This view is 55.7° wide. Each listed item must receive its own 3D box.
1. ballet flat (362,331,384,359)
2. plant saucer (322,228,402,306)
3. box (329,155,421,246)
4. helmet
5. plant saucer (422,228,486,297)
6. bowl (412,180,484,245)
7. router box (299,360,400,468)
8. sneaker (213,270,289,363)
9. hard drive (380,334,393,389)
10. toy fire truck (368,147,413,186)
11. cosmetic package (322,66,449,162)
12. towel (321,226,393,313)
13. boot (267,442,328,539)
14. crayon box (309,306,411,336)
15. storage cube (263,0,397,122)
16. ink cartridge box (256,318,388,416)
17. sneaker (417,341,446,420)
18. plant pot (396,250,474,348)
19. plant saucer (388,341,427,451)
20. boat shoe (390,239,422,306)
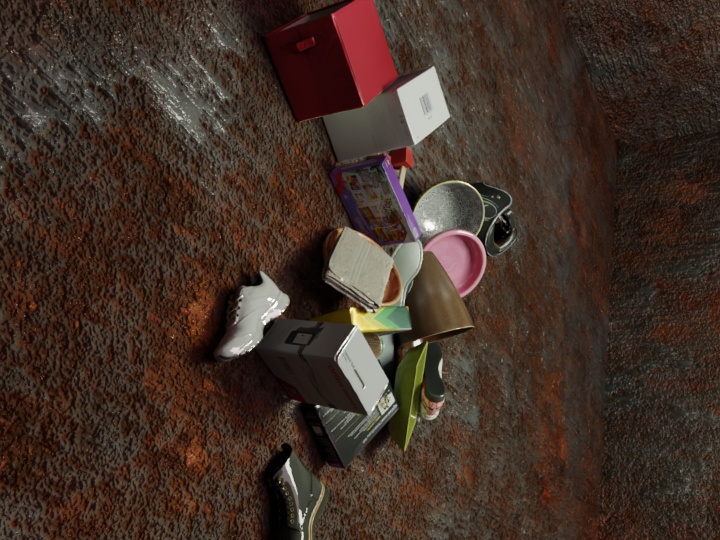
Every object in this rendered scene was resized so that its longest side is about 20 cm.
[{"bbox_3d":[-0.034,0.156,1.289,0.065,0.199,0.071,14,66,-30],"label":"ballet flat"},{"bbox_3d":[0.000,0.000,1.425,0.199,0.037,0.201,29,36,-24],"label":"plant saucer"},{"bbox_3d":[0.034,-0.144,1.478,0.201,0.136,0.039,64,37,-29],"label":"box"},{"bbox_3d":[0.324,-0.144,1.875,0.199,0.190,0.202,-25,131,-33],"label":"helmet"},{"bbox_3d":[0.222,-0.017,1.740,0.201,0.199,0.051,60,-3,-31],"label":"plant saucer"},{"bbox_3d":[0.210,-0.149,1.753,0.202,0.199,0.094,61,-1,-30],"label":"bowl"},{"bbox_3d":[-0.016,0.275,1.377,0.200,0.051,0.150,-38,112,-40],"label":"router box"},{"bbox_3d":[-0.200,0.080,1.166,0.087,0.074,0.200,55,35,-19],"label":"sneaker"},{"bbox_3d":[0.026,0.214,1.507,0.139,0.033,0.202,16,72,-55],"label":"hard drive"},{"bbox_3d":[0.070,-0.211,1.623,0.141,0.048,0.202,19,69,-54],"label":"toy fire truck"},{"bbox_3d":[0.056,-0.341,1.486,0.199,0.198,0.124,-45,119,-50],"label":"cosmetic package"},{"bbox_3d":[-0.003,-0.003,1.352,0.132,0.035,0.201,35,31,-8],"label":"towel"},{"bbox_3d":[-0.137,0.424,1.202,0.139,0.077,0.201,60,27,-26],"label":"boot"},{"bbox_3d":[-0.010,0.107,1.357,0.199,0.126,0.051,1,77,-45],"label":"crayon box"},{"bbox_3d":[-0.055,-0.423,1.357,0.200,0.169,0.181,-53,129,-47],"label":"storage cube"},{"bbox_3d":[-0.067,0.169,1.214,0.084,0.199,0.146,-53,129,-35],"label":"ink cartridge box"},{"bbox_3d":[0.166,0.272,1.691,0.202,0.066,0.109,-92,-168,-52],"label":"sneaker"},{"bbox_3d":[0.153,0.064,1.617,0.186,0.186,0.202,3,68,-56],"label":"plant pot"},{"bbox_3d":[0.105,0.273,1.531,0.200,0.047,0.202,-33,131,-75],"label":"plant saucer"},{"bbox_3d":[0.084,0.020,1.540,0.060,0.075,0.202,-170,-77,-85],"label":"boat shoe"}]
